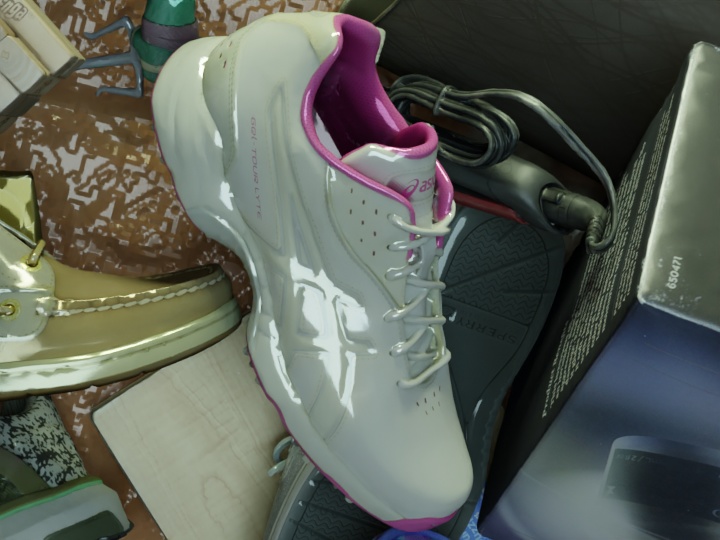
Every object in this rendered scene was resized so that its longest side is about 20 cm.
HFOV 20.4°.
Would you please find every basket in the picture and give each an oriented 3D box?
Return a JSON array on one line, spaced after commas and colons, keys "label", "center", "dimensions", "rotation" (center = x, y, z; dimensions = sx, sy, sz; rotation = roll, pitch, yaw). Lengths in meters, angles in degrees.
[{"label": "basket", "center": [0.121, -0.103, 0.795], "dimensions": [0.200, 0.136, 0.180], "rotation": [35, 108, -15]}]

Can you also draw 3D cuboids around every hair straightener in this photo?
[{"label": "hair straightener", "center": [0.012, -0.052, 0.750], "dimensions": [0.041, 0.200, 0.077], "rotation": [-51, 142, -18]}]

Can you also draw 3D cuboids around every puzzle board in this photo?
[{"label": "puzzle board", "center": [0.000, 0.103, 0.853], "dimensions": [0.150, 0.017, 0.200], "rotation": [-32, 100, -6]}]

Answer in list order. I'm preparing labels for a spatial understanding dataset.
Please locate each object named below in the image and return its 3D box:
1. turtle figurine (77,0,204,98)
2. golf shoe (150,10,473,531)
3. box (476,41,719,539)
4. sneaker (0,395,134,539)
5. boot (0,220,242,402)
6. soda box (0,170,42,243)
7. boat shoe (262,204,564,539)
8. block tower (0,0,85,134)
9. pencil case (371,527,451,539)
[{"label": "turtle figurine", "center": [-0.087, -0.145, 0.762], "dimensions": [0.199, 0.101, 0.150], "rotation": [-22, 83, -16]}, {"label": "golf shoe", "center": [0.000, 0.000, 0.721], "dimensions": [0.091, 0.075, 0.201], "rotation": [-21, 100, 35]}, {"label": "box", "center": [0.173, 0.047, 0.756], "dimensions": [0.199, 0.199, 0.124], "rotation": [20, 58, -2]}, {"label": "sneaker", "center": [-0.181, 0.085, 0.765], "dimensions": [0.077, 0.200, 0.089], "rotation": [-29, 76, 35]}, {"label": "boot", "center": [-0.148, -0.030, 0.725], "dimensions": [0.199, 0.072, 0.155], "rotation": [-7, 93, -8]}, {"label": "soda box", "center": [-0.224, -0.001, 0.781], "dimensions": [0.199, 0.064, 0.068], "rotation": [-3, 95, -10]}, {"label": "boat shoe", "center": [0.015, 0.055, 0.817], "dimensions": [0.074, 0.065, 0.203], "rotation": [21, 96, -23]}, {"label": "block tower", "center": [-0.186, -0.025, 0.661], "dimensions": [0.200, 0.054, 0.058], "rotation": [-42, 93, 1]}, {"label": "pencil case", "center": [-0.029, 0.181, 0.784], "dimensions": [0.087, 0.078, 0.200], "rotation": [24, 124, -41]}]
